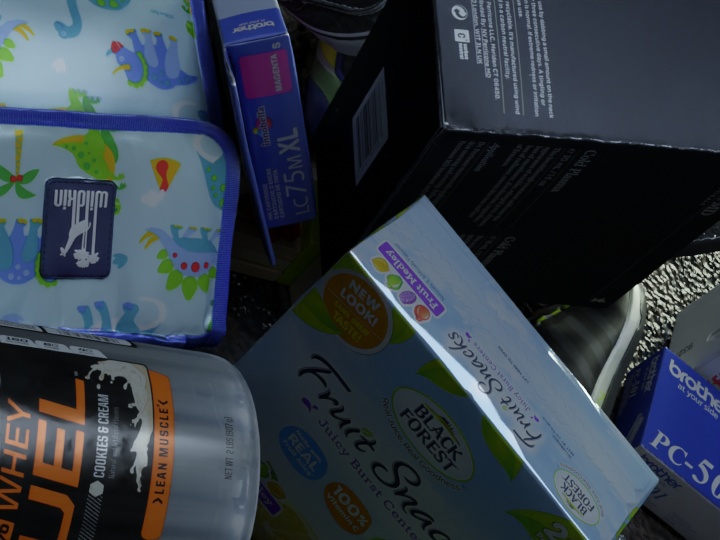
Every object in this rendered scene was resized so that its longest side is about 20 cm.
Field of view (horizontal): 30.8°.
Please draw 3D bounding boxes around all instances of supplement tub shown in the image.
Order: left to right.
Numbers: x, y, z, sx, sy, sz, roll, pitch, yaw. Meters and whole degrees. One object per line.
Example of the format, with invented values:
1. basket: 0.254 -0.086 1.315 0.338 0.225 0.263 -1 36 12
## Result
1. supplement tub: -0.153 0.084 0.567 0.197 0.123 0.124 11 55 -28

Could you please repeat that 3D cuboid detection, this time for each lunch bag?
1. lunch bag: -0.158 -0.055 0.661 0.168 0.127 0.203 1 70 -29

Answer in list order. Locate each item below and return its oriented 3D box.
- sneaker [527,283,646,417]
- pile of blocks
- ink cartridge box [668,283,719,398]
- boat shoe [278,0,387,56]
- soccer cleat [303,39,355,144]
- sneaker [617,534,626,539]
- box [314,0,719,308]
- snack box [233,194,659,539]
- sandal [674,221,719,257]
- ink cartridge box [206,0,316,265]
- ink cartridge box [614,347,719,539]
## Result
1. sneaker: 0.122 0.047 0.821 0.083 0.071 0.201 40 46 -17
2. pile of blocks: 0.000 0.000 0.777 0.199 0.062 0.083 37 46 -11
3. ink cartridge box: 0.332 0.080 0.907 0.199 0.145 0.084 36 46 -10
4. boat shoe: -0.035 -0.196 0.815 0.200 0.072 0.068 39 5 40
5. soccer cleat: 0.001 -0.166 0.872 0.064 0.084 0.203 20 51 -23
6. sneaker: 0.119 0.132 0.735 0.200 0.074 0.085 42 61 -31
7. box: 0.087 -0.066 0.683 0.179 0.200 0.106 4 67 -17
8. snack box: 0.015 0.089 0.632 0.169 0.200 0.068 50 45 4
9. sandal: 0.140 -0.007 0.832 0.075 0.197 0.046 -77 154 -63
10. ink cartridge box: -0.059 -0.111 0.729 0.041 0.121 0.201 -11 41 -3
11. ink cartridge box: 0.255 0.151 0.874 0.199 0.044 0.094 38 44 -9
